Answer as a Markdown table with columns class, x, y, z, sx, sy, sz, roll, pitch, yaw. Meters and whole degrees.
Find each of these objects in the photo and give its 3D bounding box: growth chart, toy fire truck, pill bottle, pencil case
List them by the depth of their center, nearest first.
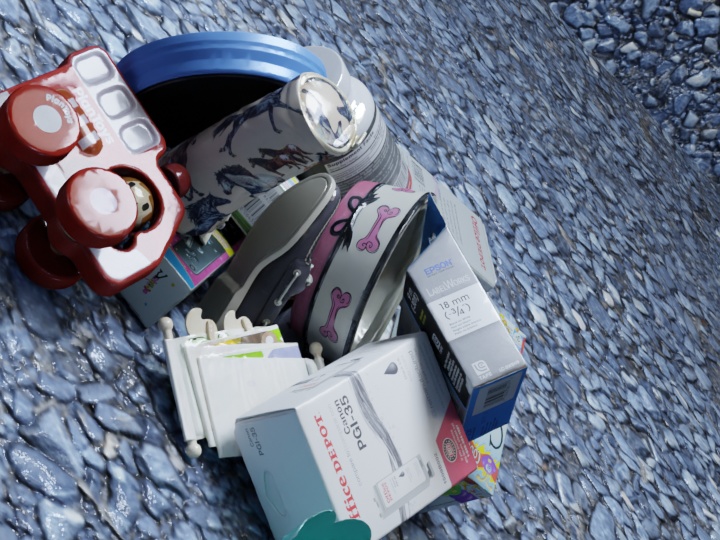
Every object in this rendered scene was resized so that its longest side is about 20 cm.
| class | x | y | z | sx | sy | sz | roll | pitch | yaw |
| --- | --- | --- | --- | --- | --- | --- | --- | --- | --- |
| toy fire truck | -0.227 | -0.086 | 1.339 | 0.168 | 0.112 | 0.200 | -34 | 88 | -42 |
| pencil case | -0.095 | -0.101 | 1.414 | 0.089 | 0.200 | 0.078 | 45 | 34 | -30 |
| growth chart | -0.095 | 0.108 | 1.422 | 0.200 | 0.018 | 0.145 | 9 | 65 | -43 |
| pill bottle | -0.028 | -0.136 | 1.663 | 0.200 | 0.116 | 0.116 | 60 | 11 | -47 |

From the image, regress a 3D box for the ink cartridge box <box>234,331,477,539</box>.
| class | x | y | z | sx | sy | sz | roll | pitch | yaw |
| --- | --- | --- | --- | --- | --- | --- | --- | --- | --- |
| ink cartridge box | -0.001 | 0.159 | 1.419 | 0.200 | 0.083 | 0.147 | -27 | 99 | -48 |

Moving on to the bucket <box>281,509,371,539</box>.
| class | x | y | z | sx | sy | sz | roll | pitch | yaw |
| --- | --- | --- | --- | --- | --- | --- | --- | --- | --- |
| bucket | -0.032 | 0.299 | 1.200 | 0.207 | 0.135 | 0.207 | 43 | 24 | -25 |

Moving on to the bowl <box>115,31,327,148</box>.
| class | x | y | z | sx | sy | sz | roll | pitch | yaw |
| --- | --- | --- | --- | --- | --- | --- | --- | --- | --- |
| bowl | -0.129 | -0.159 | 1.456 | 0.201 | 0.200 | 0.039 | 21 | 61 | -53 |

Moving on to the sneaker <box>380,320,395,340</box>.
| class | x | y | z | sx | sy | sz | roll | pitch | yaw |
| --- | --- | --- | --- | --- | --- | --- | --- | --- | --- |
| sneaker | 0.016 | 0.084 | 1.701 | 0.200 | 0.070 | 0.080 | 28 | 36 | -47 |

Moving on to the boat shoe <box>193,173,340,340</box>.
| class | x | y | z | sx | sy | sz | roll | pitch | yaw |
| --- | --- | --- | --- | --- | --- | --- | --- | --- | --- |
| boat shoe | -0.078 | -0.003 | 1.477 | 0.063 | 0.200 | 0.073 | 34 | 9 | -32 |

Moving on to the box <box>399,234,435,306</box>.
| class | x | y | z | sx | sy | sz | roll | pitch | yaw |
| --- | --- | --- | --- | --- | --- | --- | --- | --- | --- |
| box | 0.046 | -0.021 | 1.792 | 0.200 | 0.051 | 0.158 | 54 | -13 | 51 |

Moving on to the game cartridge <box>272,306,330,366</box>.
| class | x | y | z | sx | sy | sz | roll | pitch | yaw |
| --- | --- | --- | --- | --- | --- | --- | --- | --- | --- |
| game cartridge | -0.055 | 0.123 | 1.546 | 0.133 | 0.041 | 0.200 | 49 | 22 | -20 |

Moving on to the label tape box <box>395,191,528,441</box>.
| class | x | y | z | sx | sy | sz | roll | pitch | yaw |
| --- | --- | --- | --- | --- | --- | --- | --- | --- | --- |
| label tape box | 0.080 | 0.049 | 1.512 | 0.200 | 0.063 | 0.144 | 61 | -15 | 24 |

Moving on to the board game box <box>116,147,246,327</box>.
| class | x | y | z | sx | sy | sz | roll | pitch | yaw |
| --- | --- | --- | --- | --- | --- | --- | --- | --- | --- |
| board game box | -0.191 | -0.047 | 1.493 | 0.148 | 0.064 | 0.200 | 51 | 23 | -4 |

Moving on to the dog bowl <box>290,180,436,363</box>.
| class | x | y | z | sx | sy | sz | roll | pitch | yaw |
| --- | --- | --- | --- | --- | --- | --- | --- | --- | --- |
| dog bowl | 0.000 | 0.000 | 1.559 | 0.074 | 0.200 | 0.200 | 25 | 20 | 10 |

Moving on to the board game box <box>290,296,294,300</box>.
| class | x | y | z | sx | sy | sz | roll | pitch | yaw |
| --- | --- | --- | --- | --- | --- | --- | --- | --- | --- |
| board game box | -0.061 | 0.002 | 1.692 | 0.096 | 0.030 | 0.200 | 43 | 13 | 28 |

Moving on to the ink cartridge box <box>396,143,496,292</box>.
| class | x | y | z | sx | sy | sz | roll | pitch | yaw |
| --- | --- | --- | --- | --- | --- | --- | --- | --- | --- |
| ink cartridge box | 0.071 | -0.054 | 1.992 | 0.200 | 0.083 | 0.146 | 40 | 25 | -30 |

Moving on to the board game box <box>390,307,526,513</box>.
| class | x | y | z | sx | sy | sz | roll | pitch | yaw |
| --- | --- | --- | --- | --- | --- | --- | --- | --- | --- |
| board game box | 0.087 | 0.134 | 1.636 | 0.103 | 0.105 | 0.200 | 41 | 48 | -29 |

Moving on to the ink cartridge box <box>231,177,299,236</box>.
| class | x | y | z | sx | sy | sz | roll | pitch | yaw |
| --- | --- | --- | --- | --- | --- | --- | --- | --- | --- |
| ink cartridge box | -0.085 | -0.068 | 1.595 | 0.104 | 0.059 | 0.200 | 50 | 7 | -3 |
